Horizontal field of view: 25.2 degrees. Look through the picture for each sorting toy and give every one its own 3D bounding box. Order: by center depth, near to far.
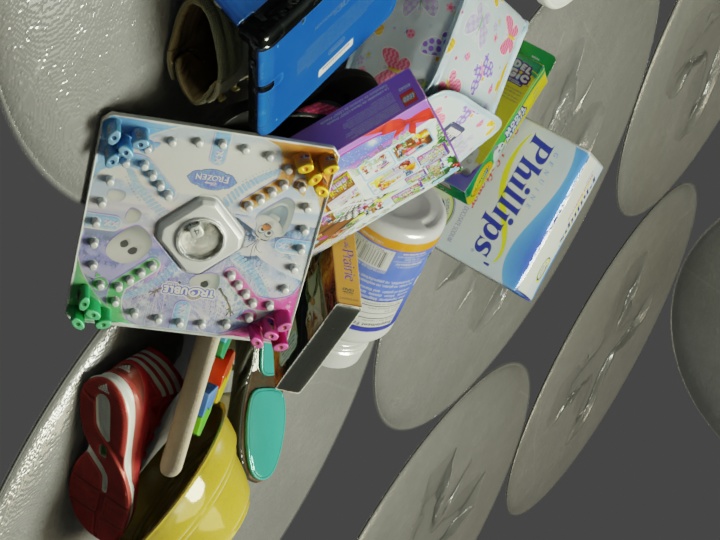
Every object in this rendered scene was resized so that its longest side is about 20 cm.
[{"bbox_3d":[-0.137,0.077,1.530,0.200,0.036,0.187,-79,-174,-68],"label":"sorting toy"}]

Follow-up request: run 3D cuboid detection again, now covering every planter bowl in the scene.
[{"bbox_3d":[-0.167,0.234,1.580,0.201,0.083,0.201,-47,-166,15],"label":"planter bowl"}]

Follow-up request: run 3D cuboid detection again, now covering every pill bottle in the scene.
[{"bbox_3d":[0.000,0.000,1.615,0.112,0.112,0.201,-35,158,-50],"label":"pill bottle"}]

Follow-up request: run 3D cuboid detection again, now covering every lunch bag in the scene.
[{"bbox_3d":[0.073,-0.196,1.629,0.169,0.126,0.202,25,88,-62],"label":"lunch bag"}]

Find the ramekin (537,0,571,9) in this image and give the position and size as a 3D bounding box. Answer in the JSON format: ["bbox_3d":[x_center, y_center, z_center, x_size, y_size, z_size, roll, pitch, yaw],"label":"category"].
[{"bbox_3d":[0.217,-0.402,1.790,0.203,0.094,0.203,-49,158,-28],"label":"ramekin"}]

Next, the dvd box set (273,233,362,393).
[{"bbox_3d":[-0.047,-0.006,1.539,0.147,0.029,0.202,-53,-147,45],"label":"dvd box set"}]

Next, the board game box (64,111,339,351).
[{"bbox_3d":[-0.133,-0.025,1.342,0.026,0.198,0.202,-108,-150,-55],"label":"board game box"}]

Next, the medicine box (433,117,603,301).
[{"bbox_3d":[0.153,-0.094,1.888,0.184,0.199,0.103,-61,160,2],"label":"medicine box"}]

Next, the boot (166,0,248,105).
[{"bbox_3d":[-0.095,-0.177,1.368,0.155,0.072,0.201,-44,151,-38],"label":"boot"}]

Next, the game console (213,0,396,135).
[{"bbox_3d":[-0.063,-0.243,1.297,0.200,0.118,0.172,-47,158,-31],"label":"game console"}]

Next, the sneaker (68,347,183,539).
[{"bbox_3d":[-0.211,0.162,1.535,0.115,0.078,0.202,-36,150,-46],"label":"sneaker"}]

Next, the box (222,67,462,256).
[{"bbox_3d":[-0.018,-0.083,1.409,0.199,0.039,0.137,-30,153,4],"label":"box"}]

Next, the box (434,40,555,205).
[{"bbox_3d":[0.126,-0.188,1.822,0.201,0.117,0.048,-57,161,-11],"label":"box"}]

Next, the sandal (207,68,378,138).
[{"bbox_3d":[-0.052,-0.124,1.385,0.199,0.045,0.075,-23,153,-46],"label":"sandal"}]

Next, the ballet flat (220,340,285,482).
[{"bbox_3d":[-0.110,0.114,1.652,0.068,0.068,0.203,14,80,-49],"label":"ballet flat"}]
